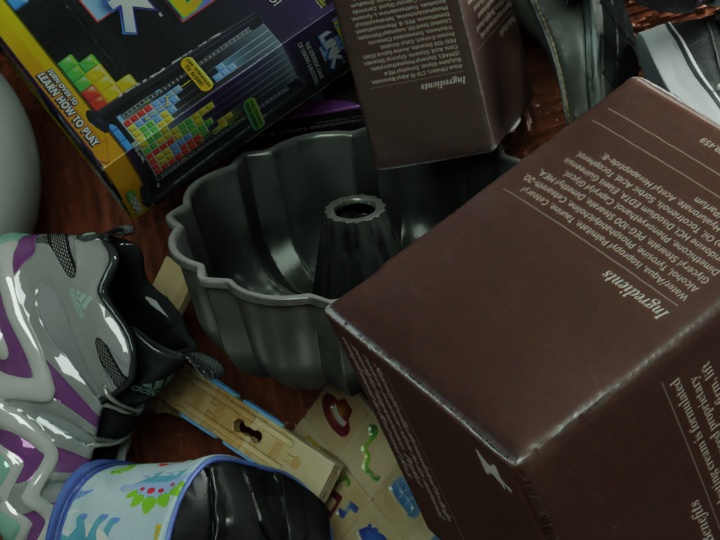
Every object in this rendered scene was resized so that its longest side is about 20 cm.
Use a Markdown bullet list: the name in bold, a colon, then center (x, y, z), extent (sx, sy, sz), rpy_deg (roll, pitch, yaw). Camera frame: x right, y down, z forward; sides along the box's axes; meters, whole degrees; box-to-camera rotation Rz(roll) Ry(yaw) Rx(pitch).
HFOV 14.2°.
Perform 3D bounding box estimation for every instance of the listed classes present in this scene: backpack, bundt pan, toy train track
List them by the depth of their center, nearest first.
- **backpack**: center (-0.101, 0.196, 1.464), extent (0.146, 0.183, 0.201), rpy_deg (-4, 73, 29)
- **bundt pan**: center (0.000, 0.000, 1.522), extent (0.201, 0.076, 0.202), rpy_deg (-4, 28, 2)
- **toy train track**: center (-0.084, 0.069, 1.575), extent (0.200, 0.032, 0.115), rpy_deg (31, 98, 32)

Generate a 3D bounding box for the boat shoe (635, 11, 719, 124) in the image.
- **boat shoe**: center (0.203, -0.074, 1.515), extent (0.068, 0.074, 0.200), rpy_deg (-20, 31, 0)

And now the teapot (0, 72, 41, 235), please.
- **teapot**: center (-0.276, -0.048, 1.579), extent (0.197, 0.146, 0.201), rpy_deg (-15, 91, 18)

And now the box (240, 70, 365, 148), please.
- **box**: center (-0.040, -0.146, 1.644), extent (0.199, 0.036, 0.144), rpy_deg (-8, 70, 9)

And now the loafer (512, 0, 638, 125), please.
- **loafer**: center (0.106, -0.151, 1.599), extent (0.072, 0.073, 0.201), rpy_deg (-16, 59, 17)

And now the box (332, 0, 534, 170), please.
- **box**: center (0.028, -0.164, 1.516), extent (0.075, 0.100, 0.201), rpy_deg (-10, 105, 19)

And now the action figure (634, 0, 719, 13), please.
- **action figure**: center (0.221, -0.187, 1.533), extent (0.069, 0.199, 0.131), rpy_deg (17, 112, 48)

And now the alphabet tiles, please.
- **alphabet tiles**: center (0.016, 0.154, 1.504), extent (0.167, 0.008, 0.200), rpy_deg (-55, 53, 19)

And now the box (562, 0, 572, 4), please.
- **box**: center (0.152, -0.243, 1.583), extent (0.200, 0.040, 0.137), rpy_deg (-28, 71, -25)

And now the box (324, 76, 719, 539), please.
- **box**: center (0.126, 0.049, 1.365), extent (0.200, 0.166, 0.164), rpy_deg (-36, 41, -14)

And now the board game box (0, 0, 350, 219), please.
- **board game box**: center (-0.114, -0.147, 1.592), extent (0.165, 0.057, 0.200), rpy_deg (-37, 55, -7)

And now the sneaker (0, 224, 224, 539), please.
- **sneaker**: center (-0.130, 0.073, 1.530), extent (0.139, 0.078, 0.201), rpy_deg (-8, 100, 26)
